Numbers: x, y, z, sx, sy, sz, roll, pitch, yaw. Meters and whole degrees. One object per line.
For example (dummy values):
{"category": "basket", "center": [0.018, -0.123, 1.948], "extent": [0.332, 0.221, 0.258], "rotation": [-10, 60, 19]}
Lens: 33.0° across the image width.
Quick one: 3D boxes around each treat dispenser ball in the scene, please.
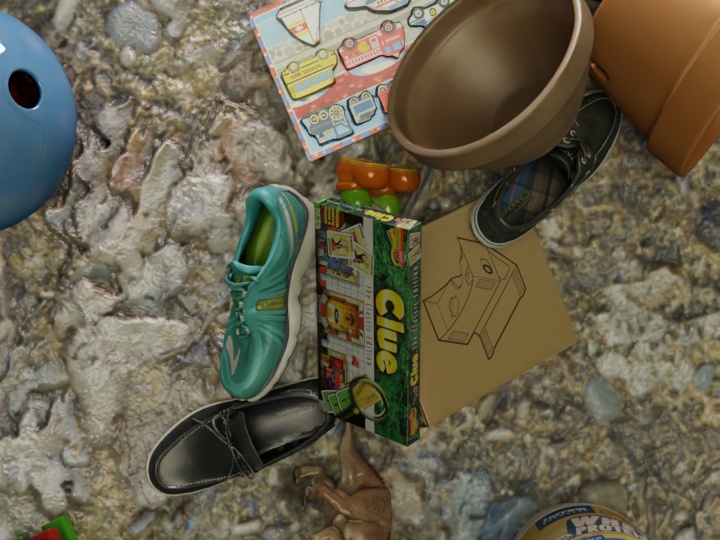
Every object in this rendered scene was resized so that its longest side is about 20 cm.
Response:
{"category": "treat dispenser ball", "center": [-0.347, -0.129, 1.049], "extent": [0.199, 0.201, 0.203], "rotation": [0, 93, -2]}

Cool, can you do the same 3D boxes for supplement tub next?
{"category": "supplement tub", "center": [0.207, 0.292, 1.086], "extent": [0.143, 0.200, 0.146], "rotation": [0, 93, -2]}

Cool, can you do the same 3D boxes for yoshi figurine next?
{"category": "yoshi figurine", "center": [0.014, 0.003, 1.116], "extent": [0.111, 0.112, 0.202], "rotation": [9, 96, -9]}

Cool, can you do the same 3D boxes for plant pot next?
{"category": "plant pot", "center": [0.288, -0.205, 1.078], "extent": [0.140, 0.200, 0.201], "rotation": [37, 91, 13]}
{"category": "plant pot", "center": [0.128, -0.159, 1.076], "extent": [0.201, 0.201, 0.093], "rotation": [-47, 128, 1]}

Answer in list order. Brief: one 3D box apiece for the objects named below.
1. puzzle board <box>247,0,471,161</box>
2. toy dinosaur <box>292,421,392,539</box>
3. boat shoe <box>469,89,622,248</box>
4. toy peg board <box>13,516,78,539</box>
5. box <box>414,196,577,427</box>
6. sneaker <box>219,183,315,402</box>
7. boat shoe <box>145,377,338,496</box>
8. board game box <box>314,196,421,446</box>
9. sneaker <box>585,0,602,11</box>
{"category": "puzzle board", "center": [0.012, -0.212, 1.148], "extent": [0.199, 0.017, 0.152], "rotation": [-24, 93, -1]}
{"category": "toy dinosaur", "center": [0.002, 0.247, 1.142], "extent": [0.134, 0.086, 0.202], "rotation": [9, 76, -12]}
{"category": "boat shoe", "center": [0.180, -0.095, 1.113], "extent": [0.069, 0.057, 0.200], "rotation": [46, 71, -6]}
{"category": "toy peg board", "center": [-0.335, 0.299, 1.083], "extent": [0.199, 0.199, 0.098], "rotation": [-28, 78, 0]}
{"category": "box", "center": [0.099, 0.027, 1.106], "extent": [0.199, 0.021, 0.165], "rotation": [-25, 95, -34]}
{"category": "sneaker", "center": [-0.099, 0.019, 1.117], "extent": [0.077, 0.079, 0.202], "rotation": [10, 87, 31]}
{"category": "boat shoe", "center": [-0.111, 0.157, 1.141], "extent": [0.198, 0.062, 0.075], "rotation": [-21, 95, 1]}
{"category": "board game box", "center": [0.006, 0.044, 1.043], "extent": [0.104, 0.023, 0.202], "rotation": [15, 117, 34]}
{"category": "sneaker", "center": [0.164, -0.307, 1.117], "extent": [0.199, 0.079, 0.074], "rotation": [24, 94, -1]}
